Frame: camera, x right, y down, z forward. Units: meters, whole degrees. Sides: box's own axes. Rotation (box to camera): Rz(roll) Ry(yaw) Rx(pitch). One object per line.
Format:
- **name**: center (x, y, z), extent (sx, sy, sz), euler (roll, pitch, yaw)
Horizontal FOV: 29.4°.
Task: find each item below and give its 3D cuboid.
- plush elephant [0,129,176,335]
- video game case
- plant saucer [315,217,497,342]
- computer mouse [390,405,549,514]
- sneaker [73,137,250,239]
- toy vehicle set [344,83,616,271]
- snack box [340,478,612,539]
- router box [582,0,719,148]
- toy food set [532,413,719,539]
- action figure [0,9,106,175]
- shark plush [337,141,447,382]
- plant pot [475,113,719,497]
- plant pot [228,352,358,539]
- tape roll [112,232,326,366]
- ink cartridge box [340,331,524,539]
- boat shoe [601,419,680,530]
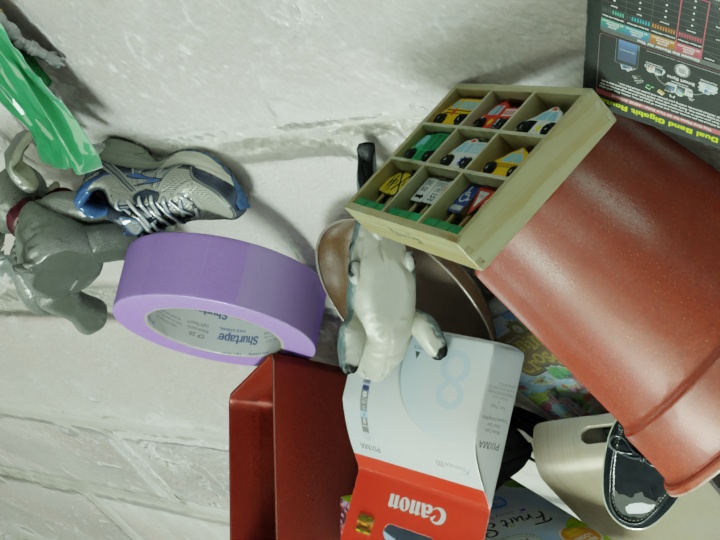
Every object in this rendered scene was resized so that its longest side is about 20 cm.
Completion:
- **plush elephant**: center (-0.324, -0.046, 1.412), extent (0.200, 0.155, 0.165), euler (11, 130, -43)
- **video game case**: center (0.192, 0.079, 1.175), extent (0.182, 0.022, 0.200), euler (40, 152, -10)
- **plant saucer**: center (0.045, 0.027, 1.214), extent (0.200, 0.032, 0.200), euler (32, 149, 22)
- **computer mouse**: center (0.097, 0.155, 1.249), extent (0.138, 0.200, 0.053), euler (24, 122, 22)
- **sneaker**: center (-0.190, -0.063, 1.295), extent (0.200, 0.085, 0.077), euler (10, 144, 37)
- **toy vehicle set**: center (0.071, -0.067, 0.897), extent (0.027, 0.124, 0.200), euler (45, 172, -20)
- **snack box**: center (0.101, 0.251, 1.243), extent (0.200, 0.168, 0.068), euler (27, 121, 55)
- **router box**: center (0.225, -0.132, 0.762), extent (0.200, 0.062, 0.150), euler (23, 150, 20)
- **toy food set**: center (0.259, 0.187, 1.214), extent (0.143, 0.061, 0.200), euler (-12, 138, 34)
- **action figure**: center (-0.314, -0.184, 1.273), extent (0.118, 0.055, 0.200), euler (4, 134, 46)
- **shark plush**: center (0.000, 0.000, 1.122), extent (0.083, 0.091, 0.201), euler (-143, 36, -69)
- **plant pot**: center (0.194, 0.007, 0.899), extent (0.195, 0.201, 0.201), euler (41, 153, 5)
- **plant pot**: center (-0.028, 0.207, 1.406), extent (0.176, 0.201, 0.200), euler (4, 162, -17)
- **tape roll**: center (-0.135, 0.031, 1.331), extent (0.199, 0.066, 0.200), euler (10, 160, 4)
- **ink cartridge box**: center (0.045, 0.149, 1.156), extent (0.047, 0.201, 0.160), euler (19, 173, -43)
- **boat shoe**: center (0.234, 0.130, 1.082), extent (0.074, 0.062, 0.200), euler (28, 125, 17)
